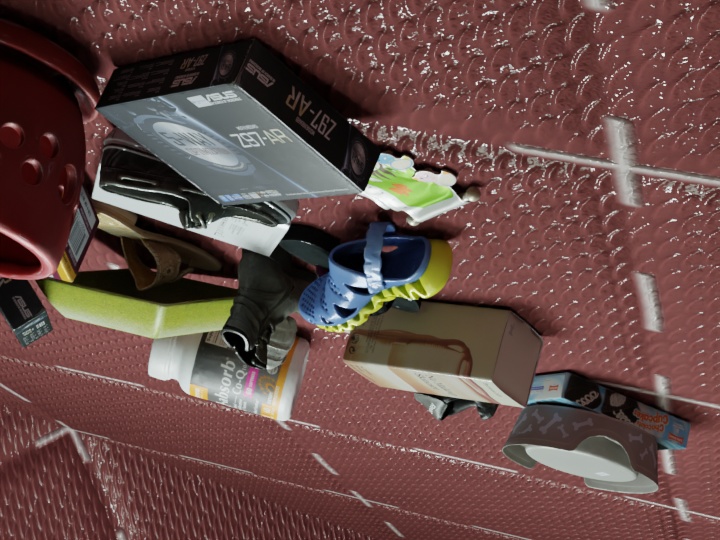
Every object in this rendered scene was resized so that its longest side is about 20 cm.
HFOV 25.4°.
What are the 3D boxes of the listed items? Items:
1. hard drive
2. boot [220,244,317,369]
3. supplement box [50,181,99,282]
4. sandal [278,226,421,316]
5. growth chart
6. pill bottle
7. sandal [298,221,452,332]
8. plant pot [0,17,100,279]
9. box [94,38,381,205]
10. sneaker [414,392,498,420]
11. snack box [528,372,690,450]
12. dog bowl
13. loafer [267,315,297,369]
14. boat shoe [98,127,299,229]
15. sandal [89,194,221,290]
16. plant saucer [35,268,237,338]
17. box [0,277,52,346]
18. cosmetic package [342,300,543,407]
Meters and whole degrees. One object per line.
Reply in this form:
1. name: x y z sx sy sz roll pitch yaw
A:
1. hard drive: -0.176 -0.070 1.649 0.199 0.027 0.132 18 164 -9
2. boot: -0.103 0.053 1.798 0.067 0.132 0.200 9 163 23
3. supplement box: -0.395 -0.069 1.712 0.199 0.086 0.111 13 151 12
4. sandal: -0.015 0.013 1.730 0.200 0.048 0.075 30 158 -38
5. growth chart: -0.001 -0.087 1.439 0.199 0.018 0.145 19 163 -13
6. pill bottle: -0.175 0.122 2.132 0.199 0.117 0.116 15 164 3
7. sandal: 0.000 0.000 1.609 0.087 0.080 0.200 30 141 -30
8. plant pot: -0.325 -0.111 1.363 0.199 0.184 0.201 17 165 5
9. box: -0.104 -0.119 1.342 0.199 0.044 0.160 -1 148 47
10. sneaker: 0.087 0.136 1.971 0.199 0.091 0.067 11 163 17
11. snack box: 0.302 0.180 2.009 0.199 0.037 0.116 23 163 -23
12. dog bowl: 0.280 0.223 1.997 0.199 0.059 0.200 15 165 4
13. loafer: -0.122 0.078 1.960 0.069 0.070 0.200 17 -179 -9
14. boat shoe: -0.159 -0.072 1.541 0.199 0.071 0.072 18 164 -11
15. sandal: -0.250 -0.013 1.829 0.077 0.070 0.211 2 159 40
16. plant saucer: -0.254 0.040 1.894 0.199 0.048 0.200 11 -172 30
17. box: -0.427 0.004 1.887 0.161 0.043 0.200 58 168 3
18. cosmetic package: 0.094 0.091 1.819 0.199 0.088 0.103 4 160 34
